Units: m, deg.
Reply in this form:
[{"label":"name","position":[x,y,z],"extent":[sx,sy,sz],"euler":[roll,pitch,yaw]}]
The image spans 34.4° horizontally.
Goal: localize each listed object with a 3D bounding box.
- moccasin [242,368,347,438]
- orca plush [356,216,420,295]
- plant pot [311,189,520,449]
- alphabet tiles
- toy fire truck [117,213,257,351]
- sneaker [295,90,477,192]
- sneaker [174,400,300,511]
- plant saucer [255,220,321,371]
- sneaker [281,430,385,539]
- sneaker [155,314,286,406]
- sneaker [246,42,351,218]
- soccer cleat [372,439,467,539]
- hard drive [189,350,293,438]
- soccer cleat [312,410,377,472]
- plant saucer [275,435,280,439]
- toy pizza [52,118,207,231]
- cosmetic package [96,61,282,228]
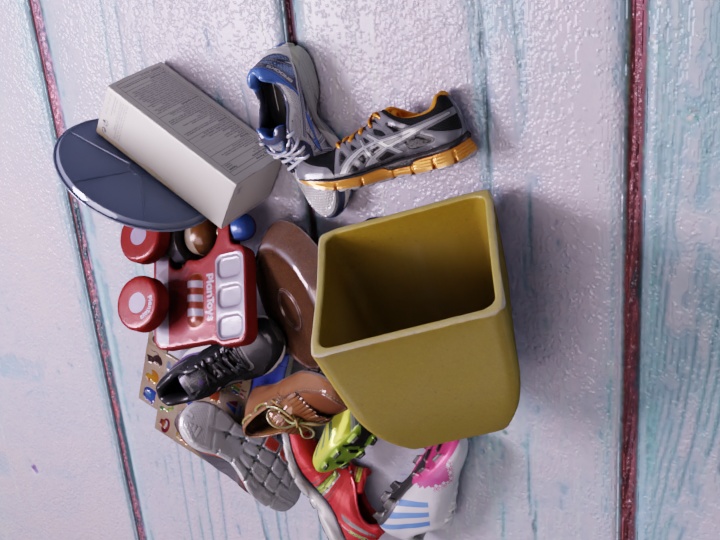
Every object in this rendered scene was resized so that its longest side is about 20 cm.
[{"label":"moccasin","position":[-0.080,0.166,1.385],"extent":[0.073,0.078,0.200],"euler":[39,147,-29]},{"label":"orca plush","position":[0.000,0.000,1.324],"extent":[0.198,0.071,0.106],"euler":[-1,113,35]},{"label":"plant pot","position":[0.075,0.072,1.212],"extent":[0.192,0.197,0.201],"euler":[-14,126,12]},{"label":"alphabet tiles","position":[-0.222,0.159,1.545],"extent":[0.166,0.008,0.202],"euler":[28,126,18]},{"label":"toy fire truck","position":[-0.194,-0.001,1.401],"extent":[0.166,0.112,0.203],"euler":[-9,73,27]},{"label":"sneaker","position":[0.022,-0.133,1.229],"extent":[0.198,0.078,0.078],"euler":[-13,100,15]},{"label":"sneaker","position":[-0.159,0.236,1.512],"extent":[0.200,0.077,0.082],"euler":[44,158,-16]},{"label":"plant saucer","position":[-0.071,0.041,1.365],"extent":[0.200,0.034,0.202],"euler":[43,147,37]},{"label":"sneaker","position":[-0.030,0.264,1.500],"extent":[0.084,0.077,0.201],"euler":[-28,98,20]},{"label":"sneaker","position":[-0.174,0.123,1.434],"extent":[0.199,0.087,0.076],"euler":[-30,95,39]},{"label":"sneaker","position":[-0.077,-0.145,1.291],"extent":[0.076,0.085,0.202],"euler":[-11,108,37]},{"label":"soccer cleat","position":[0.093,0.267,1.415],"extent":[0.086,0.070,0.200],"euler":[32,132,-5]},{"label":"hard drive","position":[-0.160,0.156,1.523],"extent":[0.131,0.025,0.202],"euler":[27,125,19]},{"label":"soccer cleat","position":[-0.010,0.163,1.421],"extent":[0.084,0.064,0.201],"euler":[49,126,33]},{"label":"plant saucer","position":[-0.174,0.142,1.554],"extent":[0.070,0.019,0.201],"euler":[-23,101,39]},{"label":"toy pizza","position":[-0.262,-0.107,1.360],"extent":[0.199,0.200,0.032],"euler":[37,126,12]},{"label":"cosmetic package","position":[-0.199,-0.150,1.360],"extent":[0.199,0.103,0.073],"euler":[38,131,13]}]
